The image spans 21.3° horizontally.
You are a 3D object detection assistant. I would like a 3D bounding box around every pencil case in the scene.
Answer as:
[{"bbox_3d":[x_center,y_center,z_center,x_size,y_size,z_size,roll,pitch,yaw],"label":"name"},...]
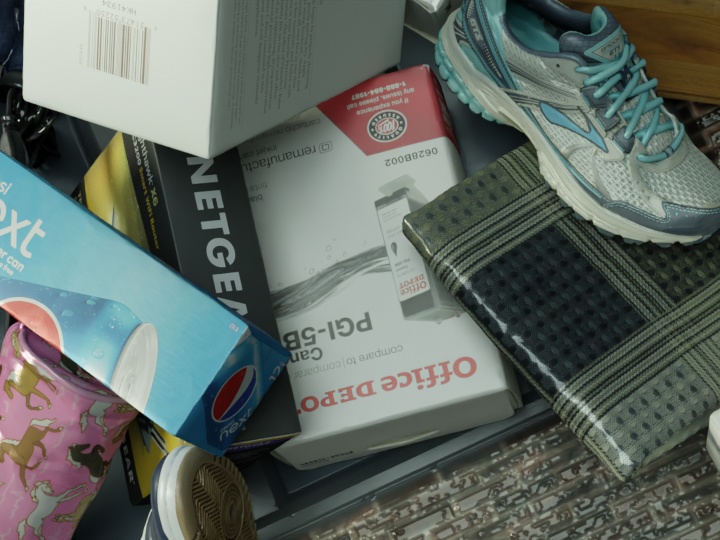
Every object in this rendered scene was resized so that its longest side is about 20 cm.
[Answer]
[{"bbox_3d":[-0.197,0.116,1.090,0.200,0.086,0.083,-57,39,23],"label":"pencil case"}]

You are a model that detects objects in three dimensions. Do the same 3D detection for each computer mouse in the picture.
[{"bbox_3d":[-0.185,-0.008,1.126,0.046,0.140,0.201,2,78,-3],"label":"computer mouse"}]

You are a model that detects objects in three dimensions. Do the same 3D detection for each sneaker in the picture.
[{"bbox_3d":[0.128,-0.093,1.058,0.200,0.086,0.078,39,51,13],"label":"sneaker"},{"bbox_3d":[-0.111,0.161,1.052,0.108,0.200,0.070,5,53,18],"label":"sneaker"}]

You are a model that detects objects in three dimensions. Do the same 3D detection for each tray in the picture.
[{"bbox_3d":[0.179,-0.147,1.107,0.199,0.099,0.037,9,45,12],"label":"tray"}]

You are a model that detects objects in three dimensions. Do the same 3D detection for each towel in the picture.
[{"bbox_3d":[0.146,0.004,1.071,0.200,0.035,0.193,-30,69,-34],"label":"towel"}]

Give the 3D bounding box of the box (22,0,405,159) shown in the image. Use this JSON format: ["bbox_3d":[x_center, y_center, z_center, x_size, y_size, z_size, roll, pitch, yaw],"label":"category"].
[{"bbox_3d":[-0.074,-0.147,1.045,0.124,0.200,0.098,18,118,24],"label":"box"}]

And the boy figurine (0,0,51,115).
[{"bbox_3d":[-0.204,-0.205,1.205,0.124,0.064,0.201,13,80,12],"label":"boy figurine"}]

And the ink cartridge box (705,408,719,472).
[{"bbox_3d":[0.289,0.072,1.019,0.200,0.146,0.084,-30,75,2],"label":"ink cartridge box"}]

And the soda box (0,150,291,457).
[{"bbox_3d":[-0.137,0.012,0.992,0.200,0.064,0.068,33,88,25],"label":"soda box"}]

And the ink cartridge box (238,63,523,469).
[{"bbox_3d":[0.000,0.000,1.116,0.146,0.083,0.201,-15,76,5],"label":"ink cartridge box"}]

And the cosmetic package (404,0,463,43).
[{"bbox_3d":[-0.001,-0.235,1.165,0.200,0.085,0.108,35,86,14],"label":"cosmetic package"}]

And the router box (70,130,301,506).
[{"bbox_3d":[-0.105,0.020,1.093,0.052,0.157,0.201,-6,74,-26],"label":"router box"}]
